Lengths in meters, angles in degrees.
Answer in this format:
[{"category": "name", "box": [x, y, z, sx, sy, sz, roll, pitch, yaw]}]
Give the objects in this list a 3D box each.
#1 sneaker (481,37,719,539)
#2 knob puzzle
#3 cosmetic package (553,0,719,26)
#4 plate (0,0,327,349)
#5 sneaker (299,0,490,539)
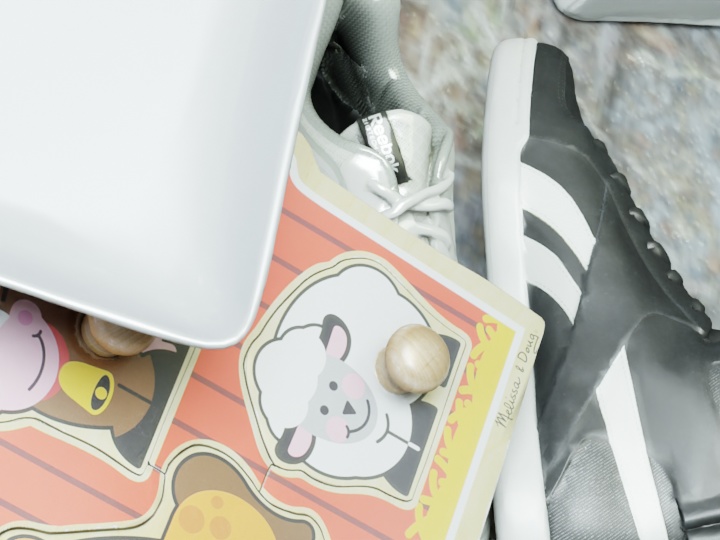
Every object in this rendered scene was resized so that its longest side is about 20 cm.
[{"category": "sneaker", "box": [0.095, 0.015, 0.862, 0.111, 0.073, 0.201, -2, 61, 3]}, {"category": "knob puzzle", "box": [-0.049, 0.039, 0.730, 0.218, 0.030, 0.221, 10, 69, -26]}, {"category": "cosmetic package", "box": [0.155, -0.217, 1.013, 0.167, 0.166, 0.201, 0, 65, -36]}, {"category": "plate", "box": [-0.106, -0.089, 0.728, 0.199, 0.032, 0.201, 16, 65, -8]}, {"category": "sneaker", "box": [0.000, 0.000, 0.829, 0.075, 0.081, 0.201, -2, 67, -39]}]
